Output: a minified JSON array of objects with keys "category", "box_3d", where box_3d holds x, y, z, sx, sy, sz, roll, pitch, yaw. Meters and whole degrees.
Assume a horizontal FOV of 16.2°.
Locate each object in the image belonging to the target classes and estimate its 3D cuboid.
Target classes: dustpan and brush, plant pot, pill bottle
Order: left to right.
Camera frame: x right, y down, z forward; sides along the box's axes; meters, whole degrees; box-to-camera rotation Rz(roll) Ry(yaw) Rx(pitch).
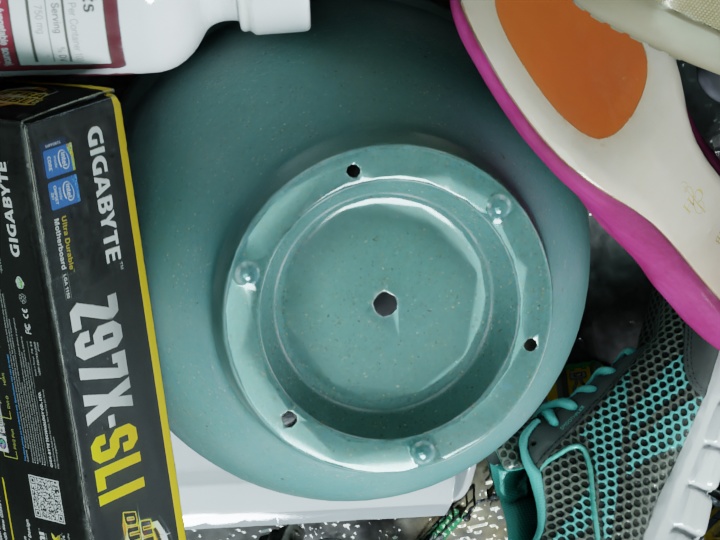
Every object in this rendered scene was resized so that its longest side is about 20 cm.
[{"category":"pill bottle","box_3d":[-0.118,-0.125,0.901,0.199,0.113,0.113,-1,126,0]},{"category":"dustpan and brush","box_3d":[-0.013,0.009,1.026,0.139,0.057,0.201,-2,96,-18]},{"category":"plant pot","box_3d":[0.000,0.000,0.937,0.199,0.134,0.201,-2,102,-10]}]

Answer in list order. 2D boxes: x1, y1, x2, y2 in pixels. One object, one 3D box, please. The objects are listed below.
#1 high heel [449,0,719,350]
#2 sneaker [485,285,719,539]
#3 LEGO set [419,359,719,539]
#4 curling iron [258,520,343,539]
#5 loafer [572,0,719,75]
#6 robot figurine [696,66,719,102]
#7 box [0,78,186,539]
[{"category":"high heel","box_3d":[0.094,-0.036,0.934,0.200,0.096,0.067,45,71,-12]},{"category":"sneaker","box_3d":[0.097,0.071,1.007,0.091,0.201,0.078,21,154,-4]},{"category":"LEGO set","box_3d":[0.096,0.150,1.099,0.154,0.116,0.200,36,118,-24]},{"category":"curling iron","box_3d":[0.043,0.137,1.057,0.199,0.026,0.050,6,144,18]},{"category":"loafer","box_3d":[0.161,-0.085,0.814,0.199,0.076,0.068,20,127,-2]},{"category":"robot figurine","box_3d":[0.207,-0.128,0.900,0.150,0.125,0.200,13,131,-46]},{"category":"box","box_3d":[-0.143,0.029,0.940,0.159,0.049,0.201,8,112,44]}]
